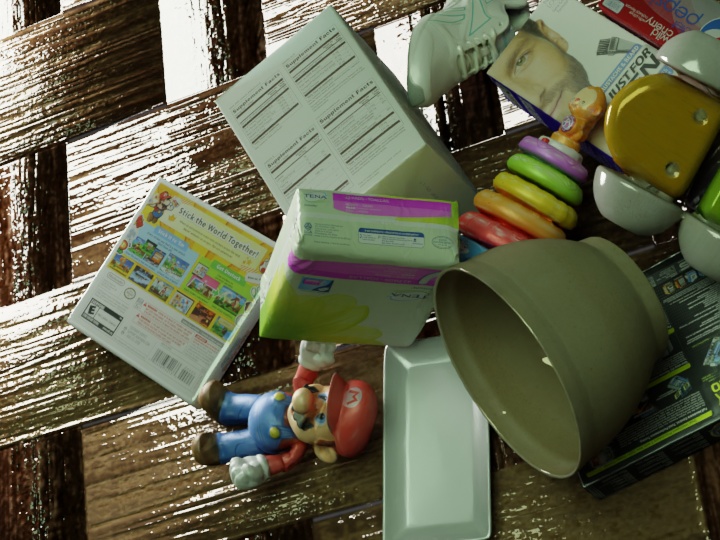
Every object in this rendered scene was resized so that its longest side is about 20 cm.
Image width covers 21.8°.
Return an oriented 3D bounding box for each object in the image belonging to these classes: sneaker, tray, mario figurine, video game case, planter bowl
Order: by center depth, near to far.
[{"bbox_3d":[0.172,0.055,1.574,0.134,0.201,0.200,-30,53,-20],"label":"planter bowl"},{"bbox_3d":[0.073,0.157,1.718,0.106,0.022,0.202,-10,64,24],"label":"tray"},{"bbox_3d":[-0.076,0.131,1.753,0.198,0.106,0.125,-10,99,32],"label":"mario figurine"},{"bbox_3d":[0.103,-0.222,1.801,0.080,0.071,0.201,12,42,23],"label":"sneaker"},{"bbox_3d":[-0.185,0.020,1.913,0.199,0.023,0.183,29,84,35],"label":"video game case"}]

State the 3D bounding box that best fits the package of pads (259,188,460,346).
[{"bbox_3d":[0.000,0.000,1.673,0.153,0.200,0.069,5,64,-12],"label":"package of pads"}]

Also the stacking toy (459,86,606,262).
[{"bbox_3d":[0.166,-0.078,1.690,0.201,0.109,0.116,-61,31,1],"label":"stacking toy"}]

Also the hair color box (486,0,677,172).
[{"bbox_3d":[0.227,-0.170,1.756,0.200,0.065,0.110,38,90,36],"label":"hair color box"}]

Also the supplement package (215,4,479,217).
[{"bbox_3d":[-0.009,-0.112,1.800,0.150,0.152,0.201,-38,56,8],"label":"supplement package"}]

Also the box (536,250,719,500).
[{"bbox_3d":[0.260,0.085,1.639,0.199,0.044,0.161,-29,59,14],"label":"box"}]

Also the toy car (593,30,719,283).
[{"bbox_3d":[0.302,-0.096,1.605,0.199,0.150,0.176,29,98,5],"label":"toy car"}]

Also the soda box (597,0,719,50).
[{"bbox_3d":[0.316,-0.209,1.722,0.064,0.070,0.200,-50,55,-1],"label":"soda box"}]
